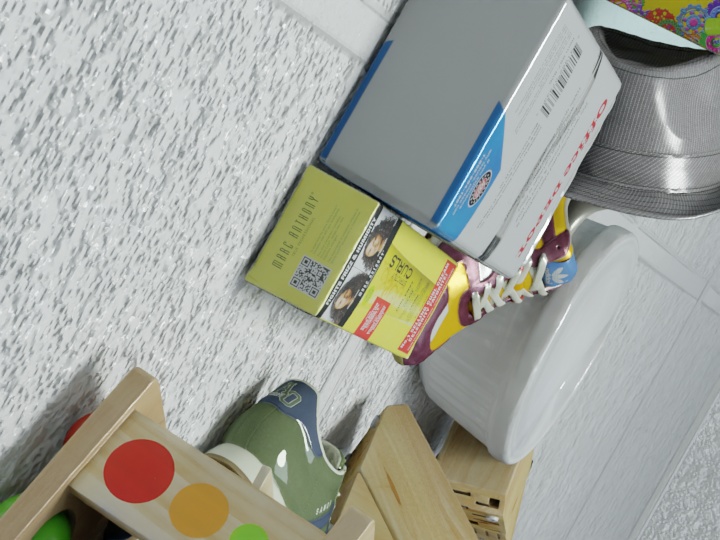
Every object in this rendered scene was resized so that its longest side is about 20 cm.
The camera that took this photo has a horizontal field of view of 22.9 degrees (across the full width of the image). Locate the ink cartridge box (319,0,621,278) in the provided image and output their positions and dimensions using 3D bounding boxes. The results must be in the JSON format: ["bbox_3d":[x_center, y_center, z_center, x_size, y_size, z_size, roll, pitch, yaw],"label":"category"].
[{"bbox_3d":[0.071,-0.087,1.037,0.145,0.084,0.200,-60,161,1],"label":"ink cartridge box"}]

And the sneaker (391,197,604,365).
[{"bbox_3d":[0.098,-0.005,1.226,0.200,0.090,0.075,-54,161,-20],"label":"sneaker"}]

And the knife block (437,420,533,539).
[{"bbox_3d":[0.110,0.134,1.462,0.200,0.064,0.176,71,32,-68],"label":"knife block"}]

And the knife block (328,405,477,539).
[{"bbox_3d":[0.052,0.209,1.203,0.064,0.175,0.200,-54,-174,38],"label":"knife block"}]

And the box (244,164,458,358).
[{"bbox_3d":[0.000,0.000,1.035,0.075,0.050,0.200,-60,162,-2],"label":"box"}]

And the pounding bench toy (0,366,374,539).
[{"bbox_3d":[-0.114,0.174,0.824,0.200,0.156,0.124,-50,161,-28],"label":"pounding bench toy"}]

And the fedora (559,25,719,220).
[{"bbox_3d":[0.187,-0.110,1.187,0.200,0.176,0.091,-29,134,-59],"label":"fedora"}]

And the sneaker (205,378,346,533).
[{"bbox_3d":[-0.037,0.147,1.098,0.090,0.067,0.201,-51,146,-29],"label":"sneaker"}]

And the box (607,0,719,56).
[{"bbox_3d":[0.262,-0.266,1.218,0.192,0.122,0.201,-19,135,-64],"label":"box"}]

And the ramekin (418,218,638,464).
[{"bbox_3d":[0.125,0.041,1.362,0.203,0.094,0.203,-51,159,-28],"label":"ramekin"}]

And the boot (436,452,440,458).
[{"bbox_3d":[0.038,0.210,1.439,0.200,0.068,0.189,-44,148,-51],"label":"boot"}]
